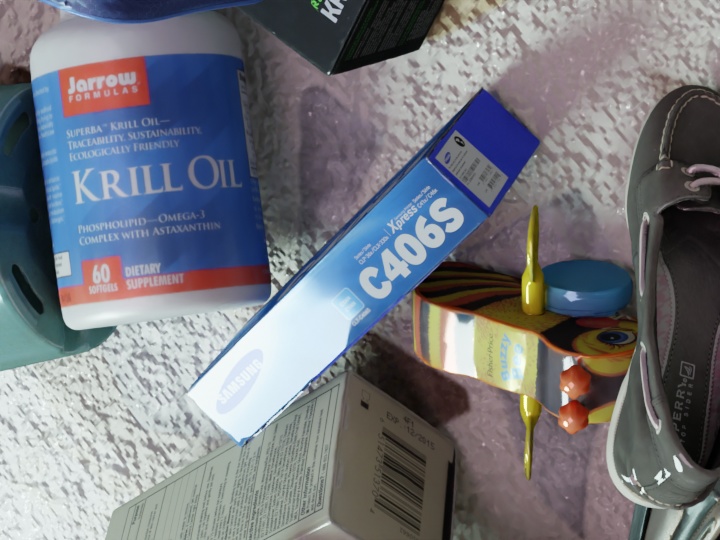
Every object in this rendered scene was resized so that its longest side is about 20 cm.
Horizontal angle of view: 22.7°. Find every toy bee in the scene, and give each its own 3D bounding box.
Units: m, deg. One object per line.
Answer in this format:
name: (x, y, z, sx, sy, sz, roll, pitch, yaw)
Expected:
toy bee: (0.098, 0.033, 0.850, 0.200, 0.109, 0.131, -14, 99, 35)

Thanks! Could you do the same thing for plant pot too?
plant pot: (-0.244, -0.018, 1.006, 0.196, 0.200, 0.201, -8, 100, 25)

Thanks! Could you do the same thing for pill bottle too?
pill bottle: (-0.113, -0.074, 0.937, 0.112, 0.112, 0.200, -9, 89, 33)

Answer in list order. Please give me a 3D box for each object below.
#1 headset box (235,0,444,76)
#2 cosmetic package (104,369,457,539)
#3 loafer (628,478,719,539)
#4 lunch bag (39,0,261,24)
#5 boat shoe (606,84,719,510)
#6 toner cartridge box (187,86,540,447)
headset box: (-0.031, -0.224, 0.861, 0.200, 0.093, 0.174, 39, 120, 17)
cosmetic package: (-0.049, 0.150, 0.965, 0.087, 0.103, 0.200, 37, 131, -28)
loafer: (0.160, 0.177, 0.862, 0.063, 0.072, 0.200, -128, 34, -61)
lunch bag: (-0.119, -0.195, 0.785, 0.200, 0.136, 0.133, 20, 113, 26)
boat shoe: (0.151, 0.006, 0.787, 0.057, 0.067, 0.200, 138, 144, -67)
toner cartridge box: (0.000, 0.000, 0.905, 0.043, 0.095, 0.200, 44, 122, -3)
